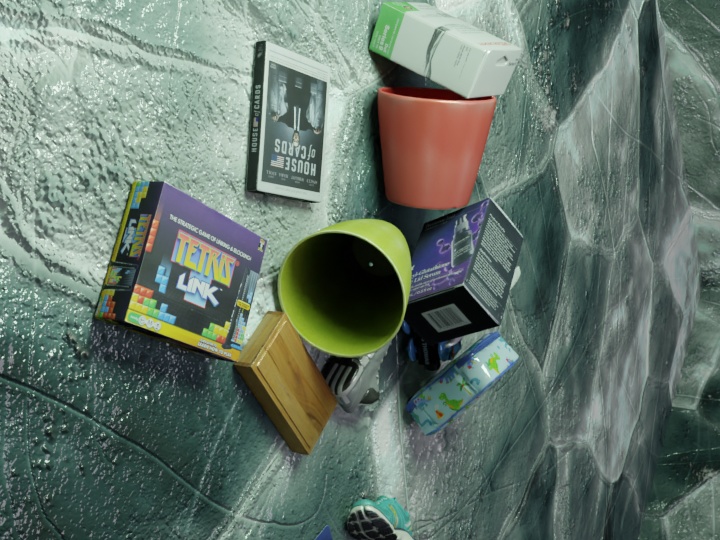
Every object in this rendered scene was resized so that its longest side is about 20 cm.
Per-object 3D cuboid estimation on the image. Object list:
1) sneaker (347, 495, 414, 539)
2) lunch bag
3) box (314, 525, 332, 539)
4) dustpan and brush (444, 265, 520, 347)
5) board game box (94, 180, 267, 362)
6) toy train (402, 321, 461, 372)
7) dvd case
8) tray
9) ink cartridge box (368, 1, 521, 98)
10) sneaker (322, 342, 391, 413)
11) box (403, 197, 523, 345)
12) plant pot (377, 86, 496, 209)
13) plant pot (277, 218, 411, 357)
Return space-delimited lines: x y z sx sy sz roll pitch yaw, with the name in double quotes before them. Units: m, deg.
"sneaker" 0.034 0.418 1.439 0.200 0.077 0.080 50 33 -52
"lunch bag" 0.183 0.201 1.528 0.083 0.200 0.160 50 33 12
"box" -0.052 0.516 1.334 0.121 0.032 0.202 -39 124 -48
"dustpan and brush" 0.186 0.071 1.437 0.199 0.139 0.058 -27 85 -47
"board game box" -0.206 0.007 1.025 0.200 0.056 0.167 30 69 -54
"toy train" 0.123 0.076 1.520 0.114 0.086 0.202 -40 124 -59
"dvd case" -0.099 -0.203 1.199 0.150 0.025 0.202 4 89 -57
"tray" -0.101 0.163 1.220 0.099 0.037 0.201 -59 139 -35
"ink cartridge box" 0.137 -0.357 1.377 0.146 0.199 0.085 -22 138 -54
"sneaker" 0.014 0.142 1.375 0.200 0.075 0.116 -53 141 -27
"box" 0.161 0.001 1.380 0.104 0.147 0.201 45 45 -26
"plant pot" 0.116 -0.202 1.400 0.200 0.199 0.179 -21 121 -54
"plant pot" 0.000 0.000 1.258 0.200 0.185 0.189 -50 135 -63
